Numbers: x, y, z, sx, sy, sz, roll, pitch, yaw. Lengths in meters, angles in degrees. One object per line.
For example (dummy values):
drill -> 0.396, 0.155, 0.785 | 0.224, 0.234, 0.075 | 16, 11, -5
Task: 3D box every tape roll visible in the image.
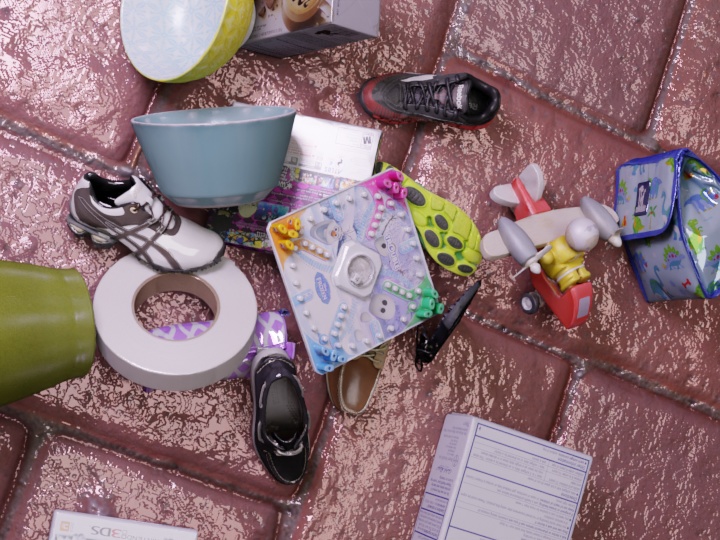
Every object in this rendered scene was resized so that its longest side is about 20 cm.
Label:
tape roll -> -0.223, 0.053, 1.543 | 0.201, 0.037, 0.204 | 5, 50, -6

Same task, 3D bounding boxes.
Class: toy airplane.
toy airplane -> 0.260, -0.050, 1.702 | 0.199, 0.141, 0.201 | 36, 60, -22

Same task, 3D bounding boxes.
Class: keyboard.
keyboard -> 0.100, 0.067, 1.623 | 0.039, 0.200, 0.104 | 35, 74, 7

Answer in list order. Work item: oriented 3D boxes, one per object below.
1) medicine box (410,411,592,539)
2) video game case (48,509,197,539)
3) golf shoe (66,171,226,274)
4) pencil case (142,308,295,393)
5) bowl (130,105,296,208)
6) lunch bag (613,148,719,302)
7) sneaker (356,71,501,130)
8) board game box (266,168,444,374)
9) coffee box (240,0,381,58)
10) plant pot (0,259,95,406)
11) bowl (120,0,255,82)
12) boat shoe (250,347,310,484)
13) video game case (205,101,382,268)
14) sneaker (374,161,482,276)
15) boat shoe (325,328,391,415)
medicine box -> 0.182, 0.310, 1.678 | 0.181, 0.103, 0.202 | 20, 82, -15
video game case -> -0.305, 0.407, 1.563 | 0.180, 0.023, 0.202 | 12, 84, -16
golf shoe -> -0.257, -0.060, 1.544 | 0.198, 0.095, 0.078 | 15, 45, -6
pencil case -> -0.181, 0.103, 1.586 | 0.198, 0.086, 0.085 | -9, 113, -16
bowl -> -0.172, -0.136, 1.531 | 0.199, 0.201, 0.106 | -8, 104, -17
lunch bag -> 0.432, -0.064, 1.743 | 0.127, 0.170, 0.202 | -22, 94, -17
sneaker -> 0.098, -0.229, 1.686 | 0.198, 0.098, 0.072 | 4, 88, -16
board game box -> 0.000, 0.000, 1.581 | 0.199, 0.026, 0.202 | -25, 105, -28
coffee box -> -0.066, -0.337, 1.581 | 0.079, 0.199, 0.114 | 8, 85, -40
plant pot -> -0.415, 0.071, 1.474 | 0.191, 0.200, 0.202 | -5, 88, -29
bowl -> -0.194, -0.322, 1.576 | 0.107, 0.199, 0.202 | 10, 83, -50
boat shoe -> -0.095, 0.193, 1.581 | 0.073, 0.060, 0.202 | -10, 120, -15
video game case -> -0.085, -0.108, 1.622 | 0.198, 0.036, 0.183 | 11, 83, 4
sneaker -> 0.082, -0.074, 1.673 | 0.200, 0.084, 0.074 | 41, 94, 0
boat shoe -> 0.005, 0.086, 1.651 | 0.075, 0.074, 0.202 | 12, 83, -16
